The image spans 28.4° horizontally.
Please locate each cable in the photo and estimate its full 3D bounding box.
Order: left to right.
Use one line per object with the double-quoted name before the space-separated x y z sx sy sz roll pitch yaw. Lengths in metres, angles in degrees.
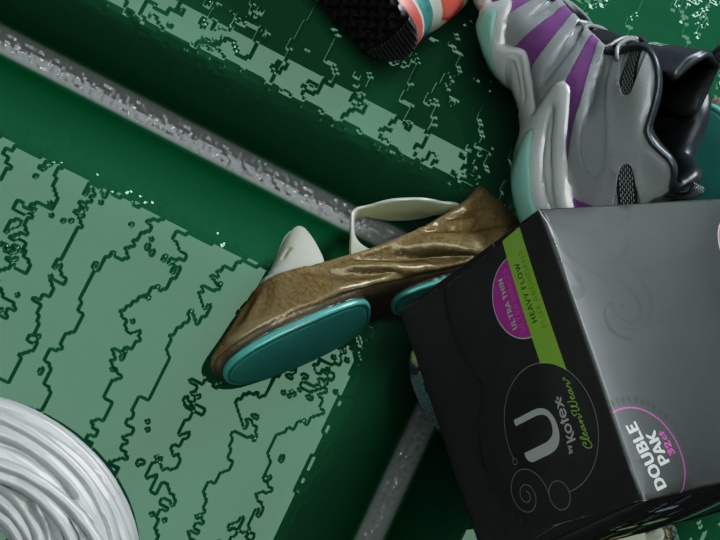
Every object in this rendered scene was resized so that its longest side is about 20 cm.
"cable" -0.214 0.163 0.745 0.199 0.069 0.201 -17 85 -10

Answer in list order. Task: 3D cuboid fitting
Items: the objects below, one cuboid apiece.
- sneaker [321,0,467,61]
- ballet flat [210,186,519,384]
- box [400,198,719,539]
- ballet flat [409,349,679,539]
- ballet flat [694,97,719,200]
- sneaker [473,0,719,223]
"sneaker" -0.007 -0.222 0.834 0.093 0.070 0.200 -37 88 -29
"ballet flat" 0.000 0.000 0.806 0.199 0.068 0.073 -21 67 -11
"box" 0.149 0.054 0.738 0.199 0.124 0.149 -4 68 -36
"ballet flat" 0.109 0.106 0.805 0.200 0.074 0.074 44 79 -2
"ballet flat" 0.233 -0.002 0.847 0.072 0.072 0.201 -6 85 -10
"sneaker" 0.144 -0.117 0.787 0.078 0.140 0.201 10 62 -49
